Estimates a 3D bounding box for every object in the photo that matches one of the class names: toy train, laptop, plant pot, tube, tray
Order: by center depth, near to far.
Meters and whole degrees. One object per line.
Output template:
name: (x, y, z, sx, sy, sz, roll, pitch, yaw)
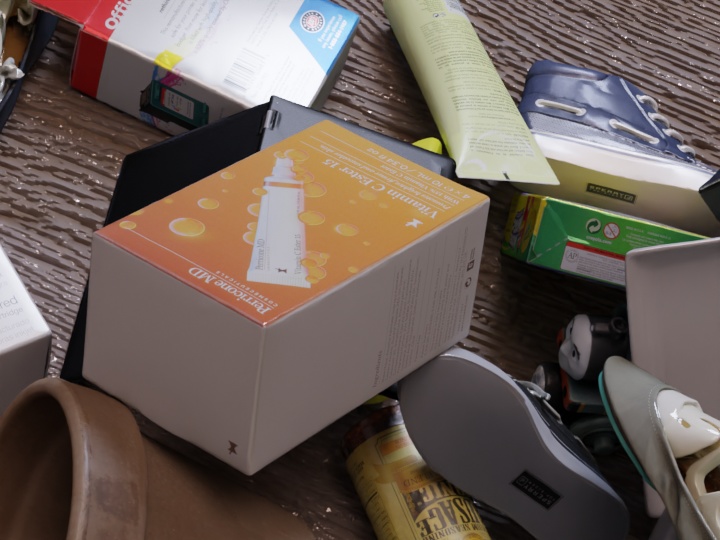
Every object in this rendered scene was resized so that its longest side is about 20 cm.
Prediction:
plant pot: (-0.120, 0.174, 1.283, 0.174, 0.200, 0.201, 16, 53, -25)
tray: (0.217, 0.060, 1.400, 0.107, 0.200, 0.022, -8, 33, 1)
laptop: (-0.062, 0.000, 1.453, 0.200, 0.116, 0.188, 18, 55, -9)
toy train: (0.212, 0.067, 1.470, 0.199, 0.114, 0.085, 6, 56, -11)
tube: (0.067, -0.126, 1.571, 0.058, 0.052, 0.200, -27, 48, 3)

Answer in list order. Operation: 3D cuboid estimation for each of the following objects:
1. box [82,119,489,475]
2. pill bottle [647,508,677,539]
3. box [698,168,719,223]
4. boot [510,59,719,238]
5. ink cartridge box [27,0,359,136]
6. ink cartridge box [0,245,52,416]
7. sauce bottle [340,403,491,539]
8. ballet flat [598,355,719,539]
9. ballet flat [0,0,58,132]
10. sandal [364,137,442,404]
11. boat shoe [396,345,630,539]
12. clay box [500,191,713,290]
box: (-0.039, 0.009, 1.277, 0.124, 0.098, 0.200, 27, 37, 28)
pill bottle: (0.262, 0.216, 1.387, 0.200, 0.111, 0.111, 28, 55, 4)
box: (0.367, -0.041, 1.536, 0.197, 0.124, 0.200, -41, 100, -34)
boot: (0.201, -0.083, 1.590, 0.200, 0.073, 0.091, 18, 60, -2)
ink cartridge box: (-0.116, -0.157, 1.560, 0.200, 0.067, 0.116, 26, 54, 3)
ink cartridge box: (-0.296, 0.005, 1.397, 0.145, 0.085, 0.200, -22, 64, -26)
sauce bottle: (0.052, 0.176, 1.388, 0.066, 0.066, 0.200, -16, 63, -23)
ballet flat: (0.200, 0.124, 1.319, 0.067, 0.064, 0.200, 16, 45, -47)
ballet flat: (-0.240, -0.162, 1.531, 0.073, 0.073, 0.200, 16, 55, -4)
sandal: (0.000, 0.000, 1.490, 0.087, 0.080, 0.200, 5, 52, 9)
boat shoe: (0.090, 0.099, 1.398, 0.199, 0.074, 0.068, 36, 19, -30)
clay box: (0.156, -0.015, 1.491, 0.115, 0.200, 0.048, 14, 91, -2)
